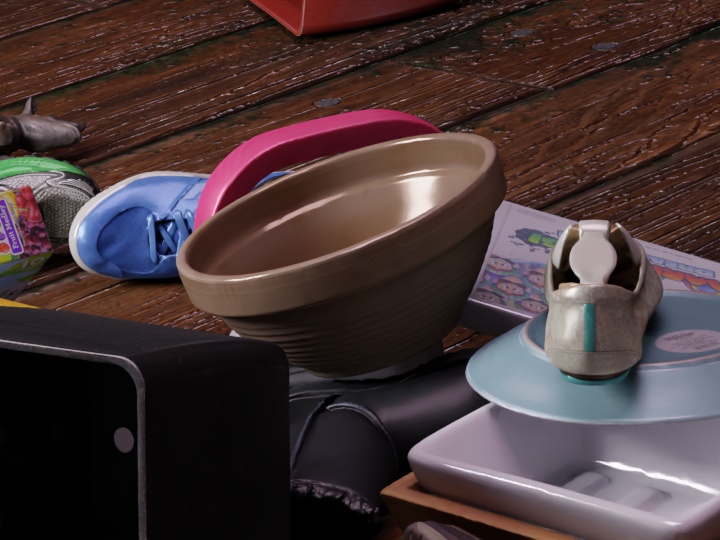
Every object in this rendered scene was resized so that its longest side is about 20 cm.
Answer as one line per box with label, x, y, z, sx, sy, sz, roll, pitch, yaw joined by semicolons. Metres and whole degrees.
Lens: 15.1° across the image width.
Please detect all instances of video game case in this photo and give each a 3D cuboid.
video game case;0.151;0.015;1.721;0.199;0.024;0.182;17;23;5

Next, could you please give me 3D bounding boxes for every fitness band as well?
fitness band;-0.017;-0.030;1.792;0.199;0.144;0.037;-14;20;-25

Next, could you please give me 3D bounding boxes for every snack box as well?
snack box;-0.291;0.016;1.726;0.142;0.053;0.200;-17;-12;-27

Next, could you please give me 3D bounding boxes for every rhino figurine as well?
rhino figurine;-0.305;-0.101;2.188;0.199;0.060;0.087;-18;21;-36

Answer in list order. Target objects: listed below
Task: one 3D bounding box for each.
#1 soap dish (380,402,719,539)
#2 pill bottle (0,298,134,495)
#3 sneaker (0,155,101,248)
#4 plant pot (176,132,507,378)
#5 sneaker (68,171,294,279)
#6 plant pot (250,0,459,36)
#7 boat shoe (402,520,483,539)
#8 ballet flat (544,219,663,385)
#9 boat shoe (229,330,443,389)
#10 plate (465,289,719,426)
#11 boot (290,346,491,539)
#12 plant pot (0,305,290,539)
soap dish;0.136;0.125;1.419;0.199;0.082;0.157;13;27;41
pill bottle;-0.201;0.077;1.593;0.199;0.113;0.113;11;25;39
sneaker;-0.279;-0.021;1.959;0.199;0.078;0.085;-18;29;-10
plant pot;0.000;0.000;1.596;0.200;0.093;0.201;-19;18;6
sneaker;-0.099;-0.030;1.910;0.199;0.077;0.111;-5;9;-20
plant pot;0.004;-0.340;2.595;0.175;0.201;0.200;-1;18;-20
boat shoe;0.083;0.182;1.309;0.073;0.075;0.200;-4;26;-27
ballet flat;0.132;0.004;1.473;0.067;0.063;0.200;-3;16;4
boat shoe;-0.047;0.053;1.680;0.199;0.069;0.072;-2;20;8
plate;0.157;0.041;1.494;0.199;0.026;0.200;-4;16;1
boot;0.010;0.108;1.510;0.197;0.074;0.163;-7;16;17
plant pot;-0.137;0.114;1.382;0.199;0.201;0.177;7;13;31
